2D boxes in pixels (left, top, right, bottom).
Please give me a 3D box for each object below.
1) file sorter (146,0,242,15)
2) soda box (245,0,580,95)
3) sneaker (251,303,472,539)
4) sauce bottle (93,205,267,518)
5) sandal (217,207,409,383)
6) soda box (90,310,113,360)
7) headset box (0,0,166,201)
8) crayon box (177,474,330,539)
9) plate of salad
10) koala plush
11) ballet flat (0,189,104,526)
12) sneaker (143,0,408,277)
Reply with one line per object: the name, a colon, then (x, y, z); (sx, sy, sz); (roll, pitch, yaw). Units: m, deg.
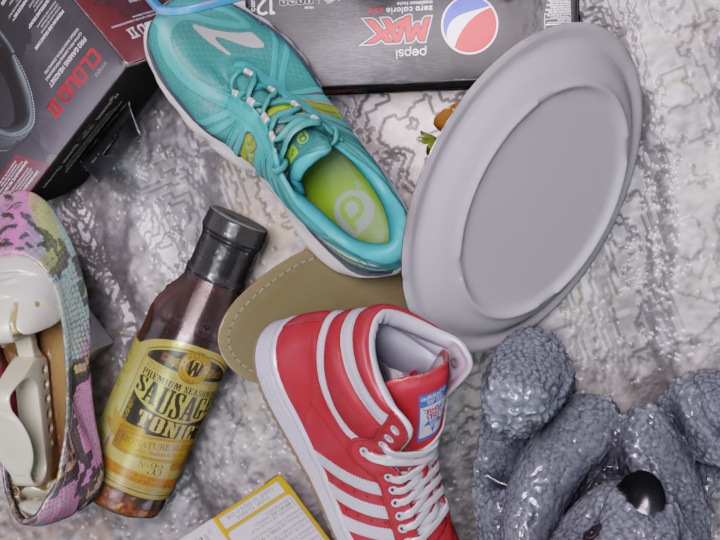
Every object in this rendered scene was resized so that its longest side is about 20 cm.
file sorter: (-0.080, -0.251, 0.652); (0.121, 0.139, 0.202); (-17, 116, -11)
soda box: (0.032, -0.142, 0.747); (0.197, 0.071, 0.064); (-1, 93, 7)
sneaker: (0.028, 0.107, 0.681); (0.112, 0.071, 0.201); (-17, 110, 45)
sauce bottle: (-0.118, 0.057, 0.787); (0.065, 0.066, 0.202); (23, 99, 5)
sandal: (0.003, 0.005, 0.770); (0.210, 0.070, 0.078); (-32, 97, -14)
soda box: (-0.264, 0.085, 0.810); (0.199, 0.064, 0.068); (-38, 89, 9)
headset box: (-0.206, -0.146, 0.752); (0.201, 0.077, 0.149); (51, 125, 2)
crayon box: (-0.043, 0.235, 0.727); (0.125, 0.052, 0.200); (-29, 55, -21)
plate of salad: (0.090, -0.046, 0.704); (0.048, 0.199, 0.202); (32, 99, 38)
koala plush: (0.140, 0.162, 0.677); (0.175, 0.200, 0.186); (12, 111, -3)
ballet flat: (-0.196, 0.055, 0.728); (0.068, 0.071, 0.203); (-4, 99, 16)
sneaker: (-0.038, -0.078, 0.685); (0.200, 0.080, 0.078); (45, 86, -5)
